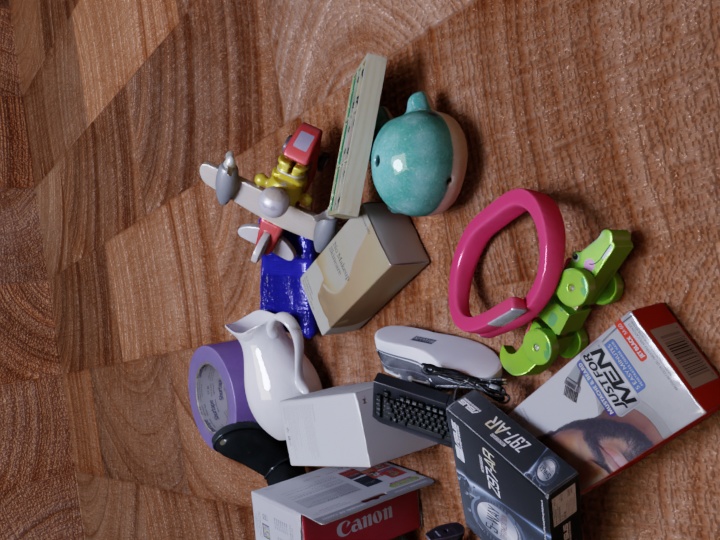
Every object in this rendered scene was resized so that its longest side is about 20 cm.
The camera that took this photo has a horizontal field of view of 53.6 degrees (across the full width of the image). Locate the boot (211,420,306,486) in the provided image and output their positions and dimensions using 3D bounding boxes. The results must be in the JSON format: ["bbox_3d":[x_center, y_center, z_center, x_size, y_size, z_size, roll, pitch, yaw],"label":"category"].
[{"bbox_3d":[-0.137,0.335,1.146,0.073,0.198,0.163,-45,46,16],"label":"boot"}]

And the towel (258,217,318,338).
[{"bbox_3d":[-0.125,0.007,1.191,0.147,0.049,0.201,5,99,53],"label":"towel"}]

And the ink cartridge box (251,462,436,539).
[{"bbox_3d":[-0.019,0.332,0.975,0.175,0.199,0.084,-2,95,54],"label":"ink cartridge box"}]

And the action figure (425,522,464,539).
[{"bbox_3d":[0.116,0.427,0.926,0.130,0.069,0.201,26,119,42],"label":"action figure"}]

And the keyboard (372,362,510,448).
[{"bbox_3d":[0.108,0.164,0.841,0.199,0.021,0.128,15,123,18],"label":"keyboard"}]

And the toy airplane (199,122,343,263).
[{"bbox_3d":[-0.124,-0.098,1.062,0.199,0.141,0.200,-17,100,11],"label":"toy airplane"}]

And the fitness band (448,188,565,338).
[{"bbox_3d":[0.155,-0.006,0.782,0.200,0.037,0.145,139,140,-62],"label":"fitness band"}]

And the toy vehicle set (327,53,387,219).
[{"bbox_3d":[-0.006,-0.169,0.934,0.124,0.026,0.201,-168,89,-81],"label":"toy vehicle set"}]

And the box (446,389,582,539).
[{"bbox_3d":[0.169,0.251,0.776,0.160,0.043,0.201,36,146,50],"label":"box"}]

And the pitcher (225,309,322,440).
[{"bbox_3d":[-0.121,0.162,1.129,0.171,0.121,0.201,-12,101,56],"label":"pitcher"}]

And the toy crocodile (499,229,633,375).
[{"bbox_3d":[0.212,0.038,0.738,0.062,0.067,0.201,50,132,36],"label":"toy crocodile"}]

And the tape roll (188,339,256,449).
[{"bbox_3d":[-0.248,0.236,1.359,0.199,0.085,0.201,11,104,51],"label":"tape roll"}]

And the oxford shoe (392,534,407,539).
[{"bbox_3d":[-0.003,0.417,1.066,0.200,0.084,0.073,-26,73,49],"label":"oxford shoe"}]

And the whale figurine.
[{"bbox_3d":[0.046,-0.148,0.897,0.200,0.103,0.160,45,130,49],"label":"whale figurine"}]

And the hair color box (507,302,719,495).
[{"bbox_3d":[0.249,0.136,0.710,0.111,0.064,0.200,60,138,26],"label":"hair color box"}]

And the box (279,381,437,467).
[{"bbox_3d":[-0.007,0.213,1.007,0.200,0.124,0.098,-19,80,53],"label":"box"}]

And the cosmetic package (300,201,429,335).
[{"bbox_3d":[0.000,0.000,1.008,0.200,0.071,0.106,-49,57,44],"label":"cosmetic package"}]

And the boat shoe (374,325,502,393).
[{"bbox_3d":[0.096,0.124,0.903,0.199,0.072,0.068,10,117,45],"label":"boat shoe"}]
